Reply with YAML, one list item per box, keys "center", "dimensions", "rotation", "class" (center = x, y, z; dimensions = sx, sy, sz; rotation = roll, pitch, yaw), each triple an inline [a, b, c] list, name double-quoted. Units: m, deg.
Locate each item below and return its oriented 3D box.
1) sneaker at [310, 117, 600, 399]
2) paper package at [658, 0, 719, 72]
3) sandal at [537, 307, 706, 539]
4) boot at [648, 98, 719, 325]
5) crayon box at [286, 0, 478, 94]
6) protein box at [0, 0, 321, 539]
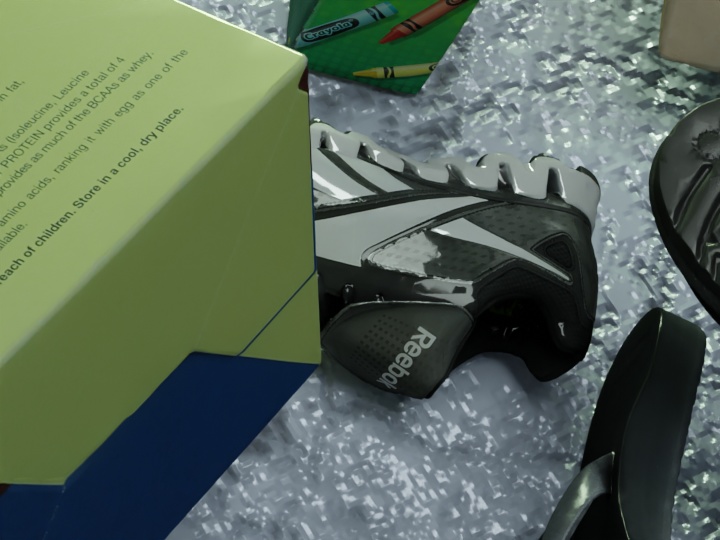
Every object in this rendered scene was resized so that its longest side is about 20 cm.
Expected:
- center: [0.000, 0.000, 1.035]
  dimensions: [0.199, 0.067, 0.091]
  rotation: [5, 57, -22]
  class: "sneaker"
- center: [0.226, -0.160, 1.110]
  dimensions: [0.199, 0.192, 0.104]
  rotation: [11, 30, 6]
  class: "paper package"
- center: [0.076, 0.094, 1.011]
  dimensions: [0.043, 0.076, 0.201]
  rotation: [24, 44, -9]
  class: "sandal"
- center: [0.165, 0.045, 1.020]
  dimensions: [0.211, 0.158, 0.079]
  rotation: [42, 65, 2]
  class: "boot"
- center: [0.022, -0.184, 1.122]
  dimensions: [0.058, 0.119, 0.201]
  rotation: [14, 56, -14]
  class: "crayon box"
- center: [-0.148, 0.004, 0.888]
  dimensions: [0.199, 0.135, 0.199]
  rotation: [25, 51, 24]
  class: "protein box"
